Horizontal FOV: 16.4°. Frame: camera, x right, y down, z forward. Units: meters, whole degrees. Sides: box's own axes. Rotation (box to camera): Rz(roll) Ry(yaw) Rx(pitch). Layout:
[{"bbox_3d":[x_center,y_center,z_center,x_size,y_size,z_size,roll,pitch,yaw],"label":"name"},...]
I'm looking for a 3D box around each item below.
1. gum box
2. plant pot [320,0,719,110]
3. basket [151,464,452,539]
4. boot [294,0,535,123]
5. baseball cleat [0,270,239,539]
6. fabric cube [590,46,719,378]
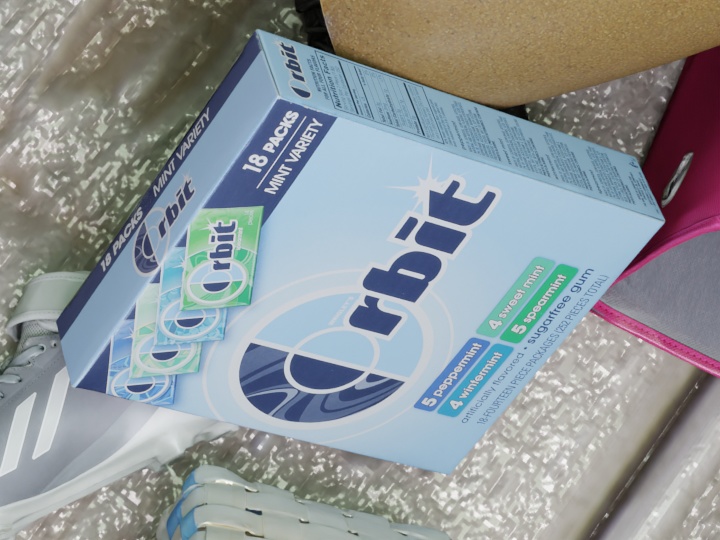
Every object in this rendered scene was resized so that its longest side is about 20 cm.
[{"bbox_3d":[0.000,0.000,1.049,0.199,0.170,0.045,17,37,-32],"label":"gum box"},{"bbox_3d":[0.103,-0.158,1.027,0.199,0.186,0.188,-2,78,23],"label":"plant pot"},{"bbox_3d":[-0.045,0.197,1.054,0.175,0.139,0.201,14,111,-10],"label":"basket"},{"bbox_3d":[-0.013,-0.102,1.150,0.199,0.069,0.175,-19,84,-26],"label":"boot"},{"bbox_3d":[-0.151,0.065,1.089,0.199,0.070,0.107,-21,79,-26],"label":"baseball cleat"},{"bbox_3d":[0.247,-0.046,1.129,0.199,0.196,0.200,26,75,-7],"label":"fabric cube"}]
